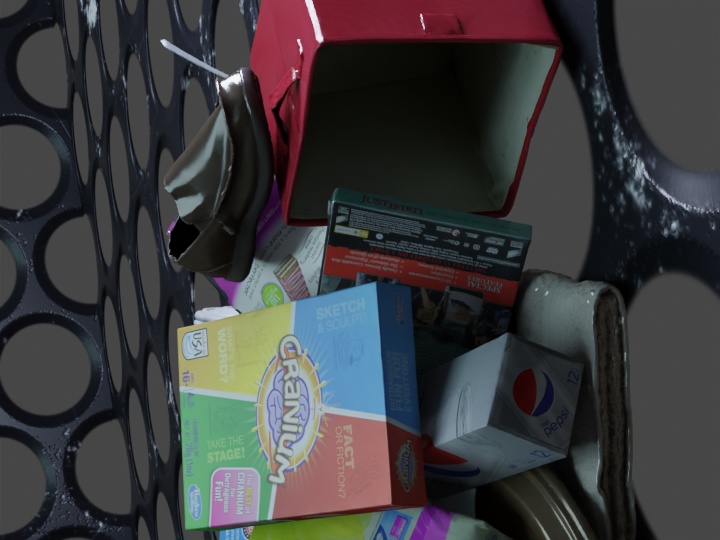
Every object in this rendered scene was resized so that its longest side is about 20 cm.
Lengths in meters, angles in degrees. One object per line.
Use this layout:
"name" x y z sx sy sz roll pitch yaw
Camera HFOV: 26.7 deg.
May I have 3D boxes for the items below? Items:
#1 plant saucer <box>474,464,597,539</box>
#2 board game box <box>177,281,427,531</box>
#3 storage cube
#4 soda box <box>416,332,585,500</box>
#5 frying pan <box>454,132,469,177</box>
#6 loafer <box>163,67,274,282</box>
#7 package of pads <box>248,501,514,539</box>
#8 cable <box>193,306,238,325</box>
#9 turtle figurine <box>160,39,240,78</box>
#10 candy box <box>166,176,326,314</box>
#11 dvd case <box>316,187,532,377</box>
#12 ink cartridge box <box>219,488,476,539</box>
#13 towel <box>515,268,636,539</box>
"plant saucer" 0.132 0.220 1.077 0.200 0.029 0.202 160 90 -74
"board game box" -0.047 0.101 1.087 0.198 0.040 0.155 -14 74 38
"storage cube" 0.022 -0.158 1.101 0.172 0.197 0.181 103 159 -46
"soda box" 0.075 0.106 1.059 0.200 0.063 0.069 -34 37 62
"frying pan" 0.073 -0.024 1.193 0.115 0.031 0.192 114 156 -50
"loafer" -0.107 -0.061 1.110 0.201 0.070 0.074 103 159 -46
"package of pads" -0.002 0.233 1.088 0.199 0.068 0.156 13 75 41
"cable" -0.062 0.069 1.409 0.200 0.198 0.070 -176 89 -69
"turtle figurine" -0.071 -0.218 1.391 0.193 0.144 0.200 28 168 47
"candy box" -0.048 -0.012 1.210 0.200 0.061 0.137 47 128 13
"dvd case" 0.037 0.035 1.119 0.022 0.144 0.202 -78 -2 -51
"ink cartridge box" -0.007 0.241 1.192 0.084 0.198 0.148 41 -138 -56
"towel" 0.146 0.102 1.061 0.132 0.034 0.203 -165 70 -70
